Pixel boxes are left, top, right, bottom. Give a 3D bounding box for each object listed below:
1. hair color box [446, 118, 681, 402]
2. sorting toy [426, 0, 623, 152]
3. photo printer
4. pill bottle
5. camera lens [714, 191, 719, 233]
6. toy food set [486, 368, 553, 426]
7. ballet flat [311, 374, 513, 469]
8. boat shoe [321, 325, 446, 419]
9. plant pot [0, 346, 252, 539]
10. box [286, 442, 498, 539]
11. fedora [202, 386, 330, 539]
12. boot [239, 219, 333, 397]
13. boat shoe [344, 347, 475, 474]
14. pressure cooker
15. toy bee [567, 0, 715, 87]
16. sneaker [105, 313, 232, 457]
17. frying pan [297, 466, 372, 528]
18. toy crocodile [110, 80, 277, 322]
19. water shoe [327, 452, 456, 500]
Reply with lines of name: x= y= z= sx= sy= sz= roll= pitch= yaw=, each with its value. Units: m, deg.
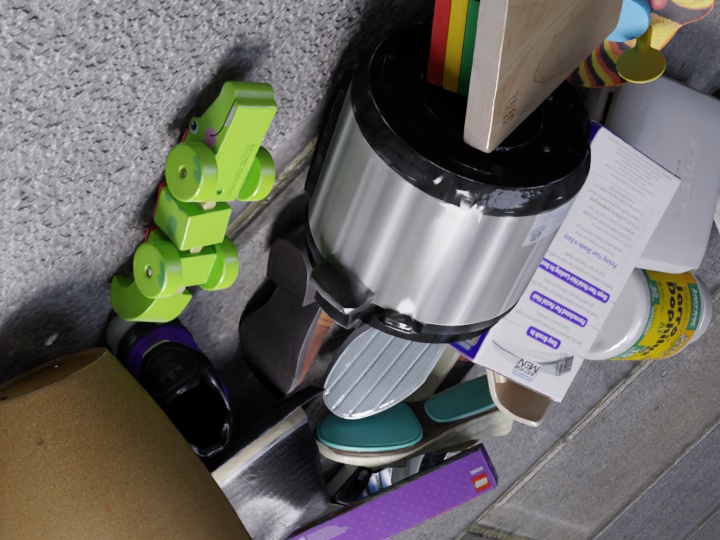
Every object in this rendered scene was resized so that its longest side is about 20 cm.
hair color box: x=0.151 y=-0.011 z=1.181 sx=0.109 sy=0.065 sz=0.201 roll=26 pitch=92 yaw=-39
sorting toy: x=0.108 y=-0.212 z=0.968 sx=0.200 sy=0.069 sz=0.200 roll=-44 pitch=149 yaw=-43
photo printer: x=0.245 y=-0.086 z=1.318 sx=0.200 sy=0.069 sz=0.168 roll=8 pitch=94 yaw=-55
pill bottle: x=0.281 y=0.035 z=1.559 sx=0.200 sy=0.113 sz=0.113 roll=5 pitch=128 yaw=-54
camera lens: x=0.419 y=-0.087 z=1.502 sx=0.160 sy=0.160 sz=0.200 roll=-42 pitch=153 yaw=3
toy food set: x=0.151 y=0.010 z=1.288 sx=0.144 sy=0.060 sz=0.201 roll=-53 pitch=140 yaw=-49
ballet flat: x=0.053 y=0.147 z=1.367 sx=0.199 sy=0.068 sz=0.063 roll=-12 pitch=131 yaw=-15
boat shoe: x=0.047 y=0.049 z=1.327 sx=0.200 sy=0.074 sz=0.067 roll=-42 pitch=-172 yaw=6
plant pot: x=-0.179 y=0.162 z=1.058 sx=0.185 sy=0.201 sz=0.186 roll=-19 pitch=-170 yaw=4
box: x=0.027 y=0.215 z=1.369 sx=0.199 sy=0.039 sz=0.137 roll=-26 pitch=175 yaw=4
fedora: x=-0.081 y=0.183 z=1.277 sx=0.200 sy=0.092 sz=0.201 roll=-38 pitch=175 yaw=-4
boot: x=0.000 y=0.000 z=1.234 sx=0.199 sy=0.068 sz=0.189 roll=-29 pitch=144 yaw=-37
boat shoe: x=0.053 y=0.112 z=1.437 sx=0.062 sy=0.071 sz=0.201 roll=2 pitch=127 yaw=-56
pressure cooker: x=0.051 y=-0.047 z=1.066 sx=0.175 sy=0.179 sz=0.201 roll=7 pitch=138 yaw=-14
toy bee: x=0.220 y=-0.196 z=1.124 sx=0.200 sy=0.108 sz=0.132 roll=112 pitch=-6 yaw=-77
sneaker: x=-0.130 y=0.106 z=1.153 sx=0.069 sy=0.100 sz=0.200 roll=-34 pitch=152 yaw=-8
frying pan: x=-0.035 y=0.232 z=1.496 sx=0.114 sy=0.031 sz=0.191 roll=2 pitch=138 yaw=10
toy crocodile: x=-0.110 y=-0.042 z=1.018 sx=0.067 sy=0.062 sz=0.201 roll=-10 pitch=135 yaw=-44
water shoe: x=0.030 y=0.214 z=1.539 sx=0.200 sy=0.079 sz=0.071 roll=-51 pitch=151 yaw=19
